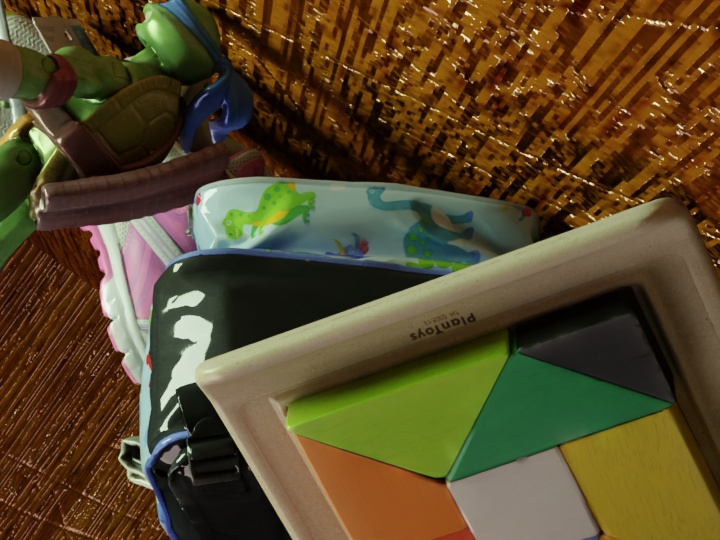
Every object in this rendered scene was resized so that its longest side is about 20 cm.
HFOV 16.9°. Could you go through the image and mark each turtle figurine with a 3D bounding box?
[{"bbox_3d":[-0.167,-0.068,1.023,0.200,0.194,0.144,41,173,-24],"label":"turtle figurine"}]

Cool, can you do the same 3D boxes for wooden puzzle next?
[{"bbox_3d":[0.062,0.079,0.875,0.037,0.184,0.201,-90,-25,-52],"label":"wooden puzzle"}]

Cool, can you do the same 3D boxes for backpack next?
[{"bbox_3d":[0.002,0.051,1.014,0.182,0.148,0.200,3,157,-2],"label":"backpack"}]

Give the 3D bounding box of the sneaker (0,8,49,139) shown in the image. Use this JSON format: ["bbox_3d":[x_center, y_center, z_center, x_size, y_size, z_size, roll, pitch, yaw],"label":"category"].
[{"bbox_3d":[-0.188,-0.091,1.409,0.200,0.076,0.105,37,173,-23],"label":"sneaker"}]

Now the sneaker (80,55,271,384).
[{"bbox_3d":[-0.076,-0.014,1.117,0.201,0.088,0.081,64,-162,-6],"label":"sneaker"}]

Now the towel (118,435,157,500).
[{"bbox_3d":[-0.014,0.134,1.309,0.192,0.035,0.200,28,-167,24],"label":"towel"}]

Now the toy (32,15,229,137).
[{"bbox_3d":[-0.085,-0.050,1.217,0.201,0.047,0.115,61,-175,-3],"label":"toy"}]
